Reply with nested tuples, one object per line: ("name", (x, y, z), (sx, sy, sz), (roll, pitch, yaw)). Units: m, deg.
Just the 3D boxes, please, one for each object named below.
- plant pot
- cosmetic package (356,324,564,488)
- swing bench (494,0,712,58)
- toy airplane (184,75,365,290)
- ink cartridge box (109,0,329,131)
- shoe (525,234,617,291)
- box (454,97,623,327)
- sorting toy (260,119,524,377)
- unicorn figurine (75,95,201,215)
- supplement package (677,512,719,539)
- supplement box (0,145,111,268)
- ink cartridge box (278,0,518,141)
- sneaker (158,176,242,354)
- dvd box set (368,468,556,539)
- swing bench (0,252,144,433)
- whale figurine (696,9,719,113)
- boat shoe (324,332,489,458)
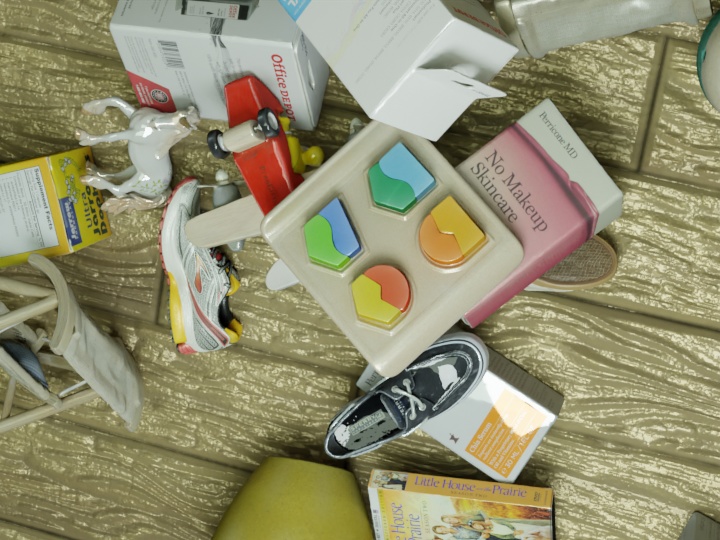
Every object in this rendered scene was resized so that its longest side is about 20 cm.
("plant pot", (-0.067, 0.284, 1.622), (0.198, 0.200, 0.143), (9, 78, 13))
("cosmetic package", (0.108, 0.130, 1.591), (0.199, 0.071, 0.102), (33, 108, 7))
("swing bench", (0.224, -0.319, 1.432), (0.197, 0.130, 0.202), (-11, 99, 16))
("toy airplane", (-0.069, -0.082, 1.523), (0.198, 0.141, 0.201), (23, 114, 7))
("ink cartridge box", (-0.141, -0.229, 1.540), (0.198, 0.147, 0.084), (8, 61, 12))
("shoe", (0.171, -0.016, 1.561), (0.198, 0.053, 0.071), (6, 82, 9))
("box", (0.148, -0.055, 1.487), (0.199, 0.109, 0.128), (-38, 78, 2))
("sorting toy", (0.029, -0.029, 1.423), (0.185, 0.036, 0.200), (-41, 80, -1))
("unicorn figurine", (-0.237, -0.135, 1.598), (0.136, 0.200, 0.075), (5, 62, 1))
("supplement package", (0.407, 0.364, 1.537), (0.199, 0.117, 0.118), (29, 107, 7))
("supplement box", (-0.399, -0.063, 1.664), (0.198, 0.109, 0.110), (-10, 99, 17))
("ink cartridge box", (0.041, -0.227, 1.405), (0.125, 0.128, 0.201), (-46, 61, 21))
("sneaker", (-0.172, -0.008, 1.641), (0.081, 0.078, 0.202), (-3, 110, 11))
("dvd box set", (0.112, 0.280, 1.606), (0.198, 0.030, 0.147), (5, 134, 13))
("swing bench", (-0.358, 0.083, 1.622), (0.198, 0.199, 0.131), (-5, 57, 15))
("whale figurine", (0.422, -0.206, 1.440), (0.198, 0.104, 0.161), (2, 116, -9))
("boat shoe", (0.045, 0.134, 1.535), (0.199, 0.068, 0.072), (-31, 93, 19))
